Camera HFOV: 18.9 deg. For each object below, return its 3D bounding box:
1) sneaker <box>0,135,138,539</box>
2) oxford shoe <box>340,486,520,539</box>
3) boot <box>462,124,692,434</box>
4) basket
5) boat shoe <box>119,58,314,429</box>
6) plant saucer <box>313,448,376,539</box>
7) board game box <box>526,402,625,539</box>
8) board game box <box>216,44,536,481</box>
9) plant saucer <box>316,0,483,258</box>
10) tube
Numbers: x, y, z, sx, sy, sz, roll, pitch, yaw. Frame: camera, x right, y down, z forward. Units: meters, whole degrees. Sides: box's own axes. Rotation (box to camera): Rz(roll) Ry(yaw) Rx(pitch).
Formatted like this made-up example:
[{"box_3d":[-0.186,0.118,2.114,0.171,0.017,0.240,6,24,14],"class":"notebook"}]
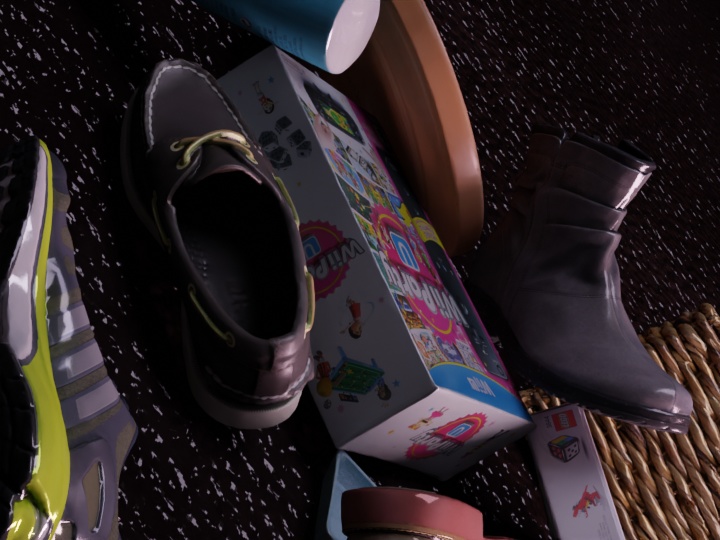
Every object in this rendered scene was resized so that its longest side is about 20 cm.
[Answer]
[{"box_3d":[-0.125,0.036,0.803,0.081,0.074,0.201,44,30,-45],"class":"sneaker"},{"box_3d":[0.044,0.154,0.976,0.200,0.070,0.075,31,60,-53],"class":"oxford shoe"},{"box_3d":[0.124,-0.003,1.149,0.069,0.132,0.200,18,11,-37],"class":"boot"},{"box_3d":[0.186,0.148,1.326,0.201,0.148,0.143,61,-12,14],"class":"basket"},{"box_3d":[-0.063,-0.027,0.996,0.071,0.061,0.202,-6,55,-20],"class":"boat shoe"},{"box_3d":[0.044,0.174,1.031,0.200,0.019,0.070,49,21,-20],"class":"plant saucer"},{"box_3d":[0.130,0.184,1.114,0.127,0.034,0.201,73,2,-47],"class":"board game box"},{"box_3d":[0.000,0.000,1.105,0.201,0.064,0.147,65,16,20],"class":"board game box"},{"box_3d":[0.013,-0.100,1.228,0.200,0.032,0.202,159,-90,-78],"class":"plant saucer"},{"box_3d":[-0.086,-0.161,1.104,0.199,0.051,0.077,26,7,19],"class":"tube"}]
